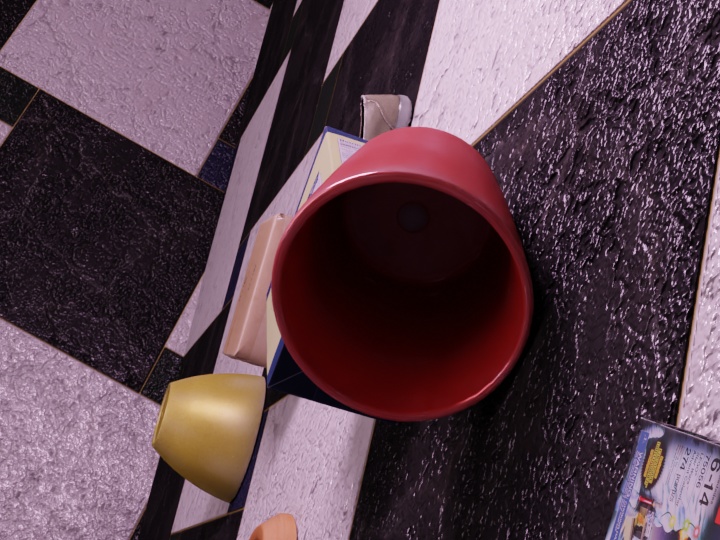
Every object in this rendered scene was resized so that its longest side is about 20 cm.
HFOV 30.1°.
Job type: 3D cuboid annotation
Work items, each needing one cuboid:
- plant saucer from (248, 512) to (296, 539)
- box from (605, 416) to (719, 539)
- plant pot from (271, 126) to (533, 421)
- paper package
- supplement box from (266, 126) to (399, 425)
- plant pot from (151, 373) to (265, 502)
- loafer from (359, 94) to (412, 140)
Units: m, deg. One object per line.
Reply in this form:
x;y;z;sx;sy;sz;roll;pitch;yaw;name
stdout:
-0.123;0.382;1.574;0.200;0.037;0.203;-163;89;-78;plant saucer
0.141;0.176;0.606;0.137;0.039;0.203;-173;100;-77;box
0.038;-0.014;1.042;0.178;0.198;0.203;-76;8;-64;plant pot
-0.107;0.035;1.835;0.191;0.102;0.203;171;115;-79;paper package
0.000;0.000;1.291;0.200;0.132;0.202;-99;29;-65;supplement box
-0.244;0.244;2.085;0.200;0.140;0.203;-163;90;-78;plant pot
0.001;-0.121;1.620;0.075;0.069;0.203;-156;83;-78;loafer
